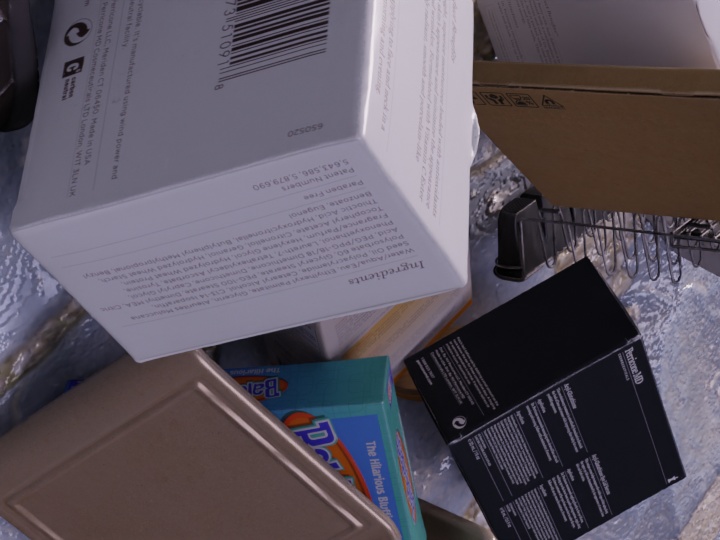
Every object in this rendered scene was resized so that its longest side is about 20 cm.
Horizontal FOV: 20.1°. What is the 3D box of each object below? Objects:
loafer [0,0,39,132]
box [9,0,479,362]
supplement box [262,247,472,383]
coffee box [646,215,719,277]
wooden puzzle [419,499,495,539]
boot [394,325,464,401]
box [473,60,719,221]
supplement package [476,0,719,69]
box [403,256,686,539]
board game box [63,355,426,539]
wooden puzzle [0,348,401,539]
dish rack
[{"bbox_3d":[-0.206,-0.150,1.013,0.071,0.073,0.201,-26,129,-32],"label":"loafer"},{"bbox_3d":[-0.054,-0.083,1.047,0.131,0.199,0.200,52,33,-45],"label":"box"},{"bbox_3d":[0.000,0.000,1.241,0.126,0.073,0.200,-44,159,-15],"label":"supplement box"},{"bbox_3d":[0.316,-0.088,1.503,0.200,0.114,0.080,-53,137,-5],"label":"coffee box"},{"bbox_3d":[-0.024,0.221,1.310,0.200,0.185,0.037,-45,115,-16],"label":"wooden puzzle"},{"bbox_3d":[0.093,0.110,1.445,0.200,0.071,0.145,-12,127,-33],"label":"boot"},{"bbox_3d":[0.168,-0.074,1.210,0.163,0.199,0.021,41,63,-49],"label":"box"},{"bbox_3d":[0.190,-0.152,1.265,0.119,0.200,0.122,-24,97,-30],"label":"supplement package"},{"bbox_3d":[0.127,0.100,1.350,0.141,0.079,0.200,-27,144,0],"label":"box"},{"bbox_3d":[-0.069,0.128,1.230,0.199,0.045,0.153,-6,127,10],"label":"board game box"},{"bbox_3d":[-0.102,0.136,1.192,0.185,0.037,0.200,-32,114,27],"label":"wooden puzzle"},{"bbox_3d":[0.201,-0.037,1.353,0.153,0.199,0.055,-35,122,-45],"label":"dish rack"}]
